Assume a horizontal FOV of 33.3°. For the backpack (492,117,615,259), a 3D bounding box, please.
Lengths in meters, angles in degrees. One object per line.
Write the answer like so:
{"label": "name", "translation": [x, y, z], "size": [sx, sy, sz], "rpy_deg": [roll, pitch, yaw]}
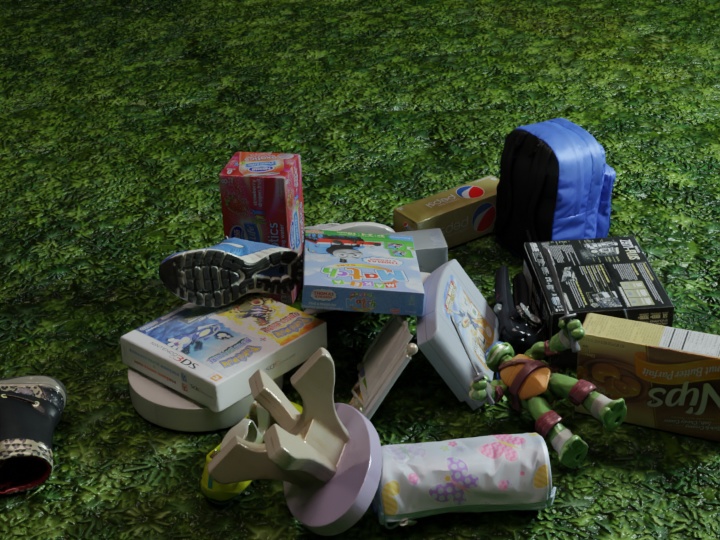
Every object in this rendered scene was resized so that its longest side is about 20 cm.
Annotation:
{"label": "backpack", "translation": [0.294, -0.128, 1.816], "size": [0.167, 0.202, 0.162], "rpy_deg": [-19, 32, -28]}

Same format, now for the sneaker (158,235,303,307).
{"label": "sneaker", "translation": [-0.179, 0.000, 1.595], "size": [0.199, 0.079, 0.089], "rpy_deg": [-2, 14, -35]}

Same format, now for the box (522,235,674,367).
{"label": "box", "translation": [0.315, 0.039, 1.628], "size": [0.162, 0.087, 0.200], "rpy_deg": [-4, 29, -3]}

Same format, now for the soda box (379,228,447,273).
{"label": "soda box", "translation": [0.027, -0.010, 1.758], "size": [0.198, 0.069, 0.064], "rpy_deg": [-5, 27, -6]}

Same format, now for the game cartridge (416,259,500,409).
{"label": "game cartridge", "translation": [0.126, 0.072, 1.544], "size": [0.041, 0.134, 0.200], "rpy_deg": [-25, 21, 24]}

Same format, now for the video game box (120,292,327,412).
{"label": "video game box", "translation": [-0.173, 0.092, 1.535], "size": [0.181, 0.047, 0.199], "rpy_deg": [23, 36, 34]}

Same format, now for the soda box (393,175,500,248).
{"label": "soda box", "translation": [0.147, -0.085, 1.884], "size": [0.199, 0.068, 0.064], "rpy_deg": [-21, 34, -29]}

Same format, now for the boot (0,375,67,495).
{"label": "boot", "translation": [-0.451, 0.197, 1.417], "size": [0.202, 0.074, 0.154], "rpy_deg": [-8, 32, -6]}

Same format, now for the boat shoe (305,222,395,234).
{"label": "boat shoe", "translation": [-0.044, -0.043, 1.833], "size": [0.198, 0.073, 0.069], "rpy_deg": [-12, 29, 0]}

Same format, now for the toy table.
{"label": "toy table", "translation": [-0.063, 0.185, 1.302], "size": [0.184, 0.117, 0.200], "rpy_deg": [-51, 24, -4]}

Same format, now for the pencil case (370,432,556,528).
{"label": "pencil case", "translation": [0.109, 0.227, 1.308], "size": [0.198, 0.084, 0.091], "rpy_deg": [-6, 35, -6]}

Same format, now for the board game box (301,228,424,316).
{"label": "board game box", "translation": [0.000, 0.000, 1.548], "size": [0.150, 0.037, 0.200], "rpy_deg": [4, 22, -4]}

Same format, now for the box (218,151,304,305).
{"label": "box", "translation": [-0.137, -0.060, 1.724], "size": [0.099, 0.202, 0.096], "rpy_deg": [4, 27, 11]}

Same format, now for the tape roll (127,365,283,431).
{"label": "tape roll", "translation": [-0.199, 0.135, 1.544], "size": [0.201, 0.037, 0.203], "rpy_deg": [-2, 28, 1]}

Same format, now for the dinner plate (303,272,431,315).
{"label": "dinner plate", "translation": [0.012, 0.027, 1.642], "size": [0.198, 0.024, 0.200], "rpy_deg": [-16, 3, 1]}

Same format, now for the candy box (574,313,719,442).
{"label": "candy box", "translation": [0.359, 0.128, 1.434], "size": [0.198, 0.116, 0.055], "rpy_deg": [10, 32, 21]}

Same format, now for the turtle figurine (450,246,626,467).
{"label": "turtle figurine", "translation": [0.203, 0.117, 1.390], "size": [0.143, 0.201, 0.194], "rpy_deg": [-16, 42, -34]}

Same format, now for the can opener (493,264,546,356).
{"label": "can opener", "translation": [0.202, 0.049, 1.606], "size": [0.063, 0.079, 0.201], "rpy_deg": [29, 29, -17]}

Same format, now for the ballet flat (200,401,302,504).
{"label": "ballet flat", "translation": [-0.121, 0.192, 1.404], "size": [0.066, 0.068, 0.200], "rpy_deg": [11, 31, 24]}

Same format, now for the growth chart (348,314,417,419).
{"label": "growth chart", "translation": [0.026, 0.113, 1.479], "size": [0.018, 0.145, 0.200], "rpy_deg": [32, 15, -10]}
